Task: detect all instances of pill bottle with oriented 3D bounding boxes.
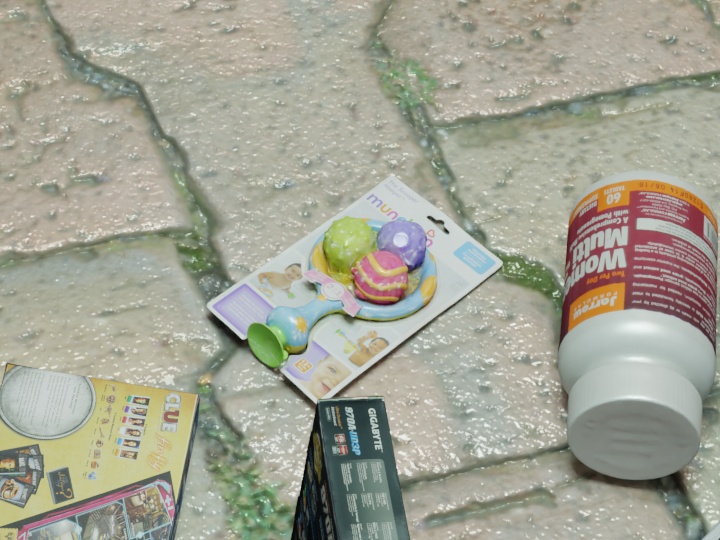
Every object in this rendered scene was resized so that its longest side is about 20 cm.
[{"bbox_3d":[0.193,0.037,1.613,0.109,0.110,0.201,9,50,0],"label":"pill bottle"}]

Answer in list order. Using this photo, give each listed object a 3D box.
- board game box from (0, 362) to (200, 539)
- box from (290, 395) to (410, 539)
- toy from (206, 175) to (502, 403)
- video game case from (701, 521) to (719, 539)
[{"bbox_3d":[-0.186,0.158,1.509,0.134,0.035,0.201,9,50,0],"label":"board game box"},{"bbox_3d":[-0.002,0.203,1.416,0.046,0.160,0.201,-2,50,-11],"label":"box"},{"bbox_3d":[0.000,0.000,1.658,0.115,0.047,0.200,39,56,21],"label":"toy"},{"bbox_3d":[0.246,0.258,1.415,0.181,0.046,0.200,36,54,24],"label":"video game case"}]
